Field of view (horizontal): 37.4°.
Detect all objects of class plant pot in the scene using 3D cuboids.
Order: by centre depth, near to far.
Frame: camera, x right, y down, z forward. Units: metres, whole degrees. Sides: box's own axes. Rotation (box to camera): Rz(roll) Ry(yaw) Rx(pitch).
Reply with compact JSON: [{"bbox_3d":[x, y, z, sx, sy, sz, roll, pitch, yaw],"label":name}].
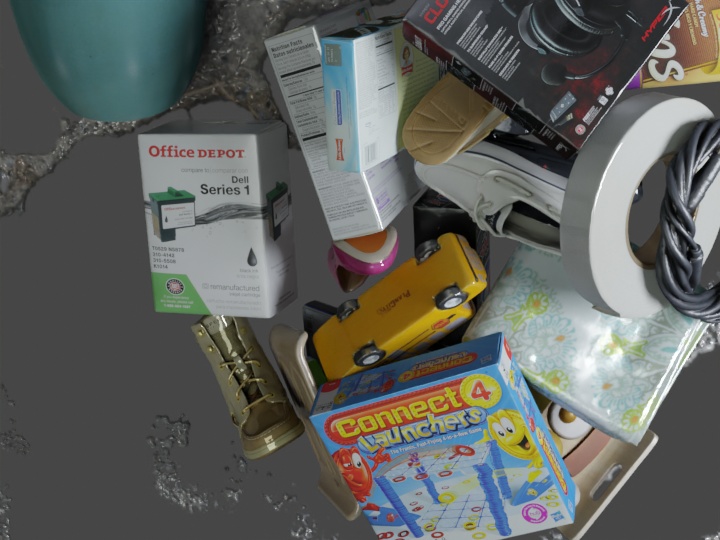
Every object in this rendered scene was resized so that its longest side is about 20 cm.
[{"bbox_3d":[-0.246,-0.247,1.064,0.200,0.201,0.161,12,129,15],"label":"plant pot"}]

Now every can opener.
[{"bbox_3d":[0.177,-0.107,1.031,0.200,0.063,0.079,24,125,9],"label":"can opener"}]

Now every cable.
[{"bbox_3d":[0.325,-0.037,0.958,0.051,0.163,0.201,23,124,44],"label":"cable"}]

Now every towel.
[{"bbox_3d":[0.225,0.050,1.037,0.200,0.048,0.171,32,81,2],"label":"towel"}]

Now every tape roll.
[{"bbox_3d":[0.257,-0.057,0.953,0.037,0.202,0.203,22,123,47],"label":"tape roll"}]

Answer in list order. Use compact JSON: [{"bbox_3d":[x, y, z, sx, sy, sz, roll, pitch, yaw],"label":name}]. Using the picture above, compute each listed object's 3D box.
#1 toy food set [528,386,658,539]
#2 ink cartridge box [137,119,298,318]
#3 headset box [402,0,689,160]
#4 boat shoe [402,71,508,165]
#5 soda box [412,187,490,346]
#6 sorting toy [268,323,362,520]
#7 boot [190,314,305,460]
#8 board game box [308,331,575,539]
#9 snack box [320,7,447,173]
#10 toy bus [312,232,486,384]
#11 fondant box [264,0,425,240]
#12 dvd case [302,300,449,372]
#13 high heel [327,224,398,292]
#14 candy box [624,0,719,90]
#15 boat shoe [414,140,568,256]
[{"bbox_3d":[0.189,0.168,1.094,0.200,0.060,0.144,39,90,-13],"label":"toy food set"},{"bbox_3d":[-0.153,-0.058,1.153,0.146,0.084,0.201,2,106,19],"label":"ink cartridge box"},{"bbox_3d":[0.141,-0.212,0.884,0.200,0.077,0.149,38,91,2],"label":"headset box"},{"bbox_3d":[0.120,-0.175,0.963,0.200,0.069,0.074,-41,85,10],"label":"boat shoe"},{"bbox_3d":[0.098,0.017,1.114,0.071,0.063,0.201,5,114,19],"label":"soda box"},{"bbox_3d":[-0.045,0.156,1.161,0.036,0.185,0.201,-19,95,-13],"label":"sorting toy"},{"bbox_3d":[-0.128,0.116,1.179,0.073,0.200,0.156,-25,100,-5],"label":"boot"},{"bbox_3d":[0.082,0.178,1.040,0.200,0.056,0.196,-19,114,21],"label":"board game box"},{"bbox_3d":[0.033,-0.173,0.979,0.037,0.200,0.117,10,115,29],"label":"snack box"},{"bbox_3d":[0.042,0.045,1.056,0.200,0.078,0.065,-37,59,26],"label":"toy bus"},{"bbox_3d":[-0.009,-0.149,1.037,0.058,0.144,0.201,-10,108,25],"label":"fondant box"},{"bbox_3d":[0.017,0.126,1.169,0.200,0.025,0.151,18,121,41],"label":"dvd case"},{"bbox_3d":[0.000,0.000,1.078,0.067,0.200,0.096,-10,106,-14],"label":"high heel"},{"bbox_3d":[0.241,-0.225,0.963,0.199,0.056,0.117,-3,110,21],"label":"candy box"},{"bbox_3d":[0.137,-0.062,1.001,0.200,0.066,0.072,25,144,10],"label":"boat shoe"}]
